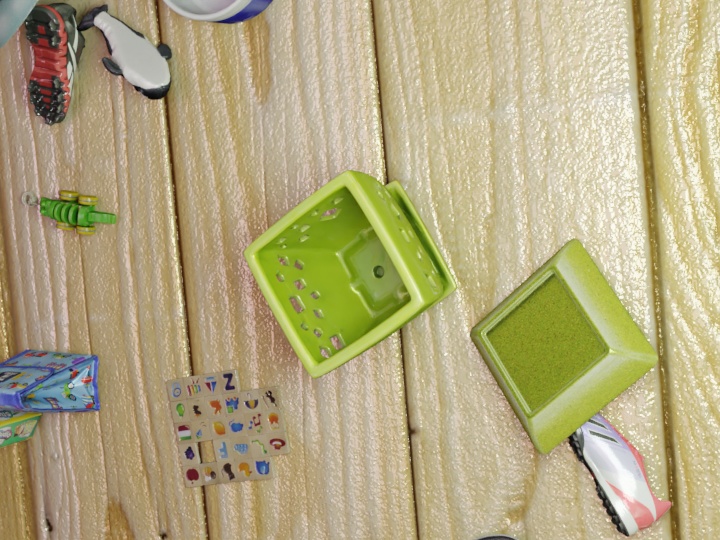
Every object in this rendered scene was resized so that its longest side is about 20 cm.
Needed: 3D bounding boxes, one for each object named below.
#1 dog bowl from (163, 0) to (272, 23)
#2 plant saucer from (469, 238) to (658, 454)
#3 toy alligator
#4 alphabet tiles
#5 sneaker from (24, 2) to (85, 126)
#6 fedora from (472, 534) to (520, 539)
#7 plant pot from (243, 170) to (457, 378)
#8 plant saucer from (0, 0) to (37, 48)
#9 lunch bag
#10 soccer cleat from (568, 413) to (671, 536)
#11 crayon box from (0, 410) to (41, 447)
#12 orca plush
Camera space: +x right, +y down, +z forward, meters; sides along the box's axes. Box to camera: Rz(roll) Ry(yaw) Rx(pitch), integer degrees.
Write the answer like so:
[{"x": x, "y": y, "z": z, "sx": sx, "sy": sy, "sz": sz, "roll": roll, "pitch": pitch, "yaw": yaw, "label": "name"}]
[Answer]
[{"x": -0.201, "y": -0.453, "z": 1.598, "sx": 0.198, "sy": 0.079, "sz": 0.202, "roll": 3, "pitch": 97, "yaw": 26, "label": "dog bowl"}, {"x": 0.236, "y": 0.092, "z": 1.408, "sx": 0.200, "sy": 0.048, "sz": 0.201, "roll": -45, "pitch": 56, "yaw": 24, "label": "plant saucer"}, {"x": -0.477, "y": -0.096, "z": 1.788, "sx": 0.198, "sy": 0.054, "sz": 0.060, "roll": 13, "pitch": 100, "yaw": 26, "label": "toy alligator"}, {"x": -0.198, "y": 0.236, "z": 1.705, "sx": 0.198, "sy": 0.008, "sz": 0.169, "roll": -11, "pitch": 90, "yaw": 27, "label": "alphabet tiles"}, {"x": -0.468, "y": -0.325, "z": 1.755, "sx": 0.070, "sy": 0.098, "sz": 0.202, "roll": 17, "pitch": 126, "yaw": 12, "label": "sneaker"}, {"x": 0.174, "y": 0.453, "z": 1.486, "sx": 0.176, "sy": 0.090, "sz": 0.202, "roll": 25, "pitch": 106, "yaw": 23, "label": "fedora"}, {"x": 0.000, "y": 0.000, "z": 1.481, "sx": 0.199, "sy": 0.181, "sz": 0.200, "roll": -34, "pitch": 80, "yaw": 25, "label": "plant pot"}, {"x": -0.514, "y": -0.426, "z": 1.711, "sx": 0.201, "sy": 0.039, "sz": 0.202, "roll": -38, "pitch": 34, "yaw": 31, "label": "plant saucer"}, {"x": -0.528, "y": 0.187, "z": 1.760, "sx": 0.149, "sy": 0.200, "sz": 0.095, "roll": 2, "pitch": 97, "yaw": 26, "label": "lunch bag"}, {"x": 0.312, "y": 0.228, "z": 1.418, "sx": 0.073, "sy": 0.068, "sz": 0.201, "roll": -26, "pitch": 73, "yaw": -2, "label": "soccer cleat"}, {"x": -0.647, "y": 0.221, "z": 1.825, "sx": 0.172, "sy": 0.200, "sz": 0.059, "roll": 37, "pitch": 110, "yaw": 19, "label": "crayon box"}, {"x": -0.352, "y": -0.309, "z": 1.696, "sx": 0.199, "sy": 0.105, "sz": 0.071, "roll": 35, "pitch": 141, "yaw": 17, "label": "orca plush"}]
